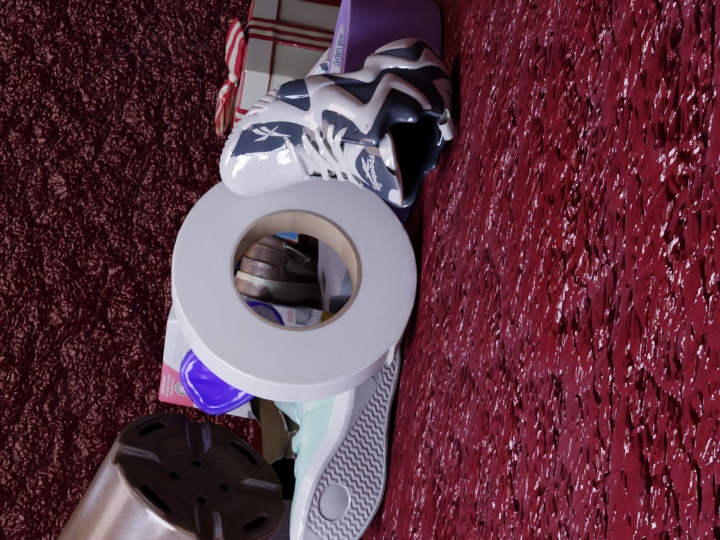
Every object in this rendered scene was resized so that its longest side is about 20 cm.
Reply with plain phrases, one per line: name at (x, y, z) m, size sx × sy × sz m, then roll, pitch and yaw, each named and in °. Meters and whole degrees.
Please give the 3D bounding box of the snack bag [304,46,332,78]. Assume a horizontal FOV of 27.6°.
snack bag at (-0.031, -0.220, 1.545) m, size 0.200 × 0.021 × 0.189 m, roll -47°, pitch 8°, yaw 14°

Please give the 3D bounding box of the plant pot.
plant pot at (-0.165, 0.240, 1.210) m, size 0.200 × 0.198 × 0.201 m, roll -61°, pitch 15°, yaw 25°

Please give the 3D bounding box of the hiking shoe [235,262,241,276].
hiking shoe at (-0.110, 0.027, 1.662) m, size 0.087 × 0.198 × 0.075 m, roll -100°, pitch 33°, yaw -62°

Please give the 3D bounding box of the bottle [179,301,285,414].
bottle at (-0.104, 0.069, 1.304) m, size 0.066 × 0.083 × 0.200 m, roll 55°, pitch -170°, yaw -5°

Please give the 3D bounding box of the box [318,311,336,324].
box at (-0.024, 0.120, 1.395) m, size 0.201 × 0.063 × 0.071 m, roll 107°, pitch 170°, yaw -58°

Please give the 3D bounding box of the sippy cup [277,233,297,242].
sippy cup at (-0.053, -0.085, 1.622) m, size 0.140 × 0.128 × 0.180 m, roll 107°, pitch 170°, yaw -51°

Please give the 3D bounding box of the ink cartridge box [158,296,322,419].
ink cartridge box at (-0.108, 0.087, 1.575) m, size 0.147 × 0.197 × 0.085 m, roll 106°, pitch 176°, yaw -48°

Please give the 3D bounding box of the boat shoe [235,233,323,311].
boat shoe at (-0.046, -0.001, 1.451) m, size 0.202 × 0.074 × 0.076 m, roll 11°, pitch -87°, yaw -63°

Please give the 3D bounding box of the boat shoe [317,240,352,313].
boat shoe at (0.000, 0.000, 1.324) m, size 0.201 × 0.065 × 0.073 m, roll 98°, pitch 160°, yaw -65°

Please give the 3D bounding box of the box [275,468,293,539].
box at (-0.059, 0.298, 1.324) m, size 0.125 × 0.096 × 0.202 m, roll 107°, pitch 169°, yaw -51°

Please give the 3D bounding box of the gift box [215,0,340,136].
gift box at (-0.083, -0.230, 1.832) m, size 0.201 × 0.184 × 0.186 m, roll -90°, pitch 11°, yaw -48°

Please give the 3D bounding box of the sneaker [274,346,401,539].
sneaker at (-0.034, 0.144, 1.229) m, size 0.118 × 0.073 × 0.203 m, roll -3°, pitch 68°, yaw 54°

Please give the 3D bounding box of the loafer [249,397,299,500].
loafer at (-0.060, 0.159, 1.296) m, size 0.200 × 0.069 × 0.076 m, roll 48°, pitch 149°, yaw 49°

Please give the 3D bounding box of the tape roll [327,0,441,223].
tape roll at (0.013, -0.147, 1.317) m, size 0.200 × 0.084 × 0.203 m, roll -172°, pitch 90°, yaw -83°

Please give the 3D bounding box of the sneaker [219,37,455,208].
sneaker at (-0.013, -0.091, 1.126) m, size 0.130 × 0.197 × 0.080 m, roll -109°, pitch -2°, yaw -52°

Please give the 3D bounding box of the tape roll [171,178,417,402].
tape roll at (-0.053, 0.007, 1.182) m, size 0.037 × 0.200 × 0.205 m, roll 105°, pitch 171°, yaw -62°
